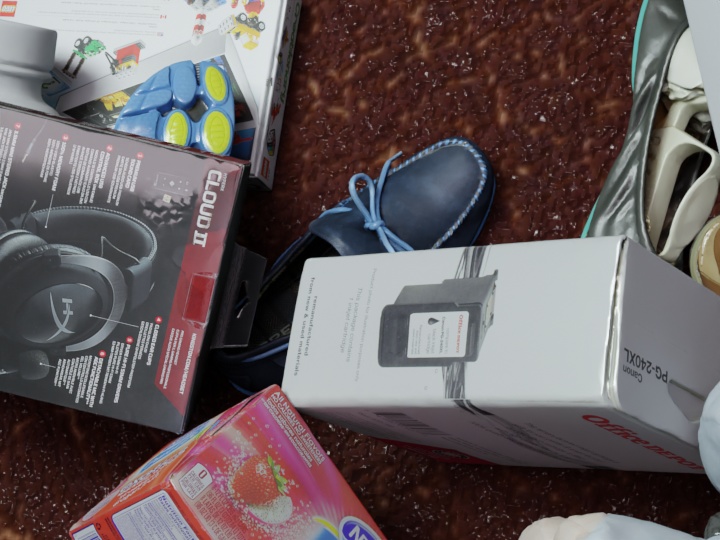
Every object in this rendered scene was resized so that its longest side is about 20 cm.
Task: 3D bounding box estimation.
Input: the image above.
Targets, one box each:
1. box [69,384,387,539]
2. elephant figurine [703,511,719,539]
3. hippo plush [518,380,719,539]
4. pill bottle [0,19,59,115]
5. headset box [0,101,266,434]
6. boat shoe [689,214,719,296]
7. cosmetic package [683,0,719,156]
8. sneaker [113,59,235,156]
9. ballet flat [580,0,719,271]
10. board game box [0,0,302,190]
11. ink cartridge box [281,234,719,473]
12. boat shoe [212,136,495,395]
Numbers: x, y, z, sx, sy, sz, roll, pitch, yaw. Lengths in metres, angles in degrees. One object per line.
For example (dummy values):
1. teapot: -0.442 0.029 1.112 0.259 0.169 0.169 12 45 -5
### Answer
1. box: -0.040 0.174 0.841 0.100 0.095 0.200 -31 97 44
2. elephant figurine: 0.182 0.230 0.805 0.155 0.142 0.200 24 76 35
3. hippo plush: 0.178 0.117 0.684 0.200 0.159 0.161 32 82 32
4. pill bottle: -0.237 -0.051 0.980 0.111 0.111 0.201 12 95 18
5. headset box: -0.153 -0.005 0.891 0.199 0.077 0.150 13 95 -2
6. boat shoe: 0.252 0.045 0.850 0.200 0.074 0.076 40 90 7
7. cosmetic package: 0.281 -0.138 0.837 0.199 0.123 0.200 -4 71 -18
8. sneaker: -0.117 -0.025 0.971 0.070 0.083 0.201 8 93 -4
9. ballet flat: 0.181 -0.078 0.921 0.068 0.068 0.201 10 84 48
10. board game box: -0.143 -0.121 1.040 0.199 0.035 0.127 6 78 17
11. ink cartridge box: 0.084 0.047 0.837 0.199 0.145 0.084 -4 70 40
12. boat shoe: 0.000 0.000 0.949 0.084 0.069 0.200 42 89 21
